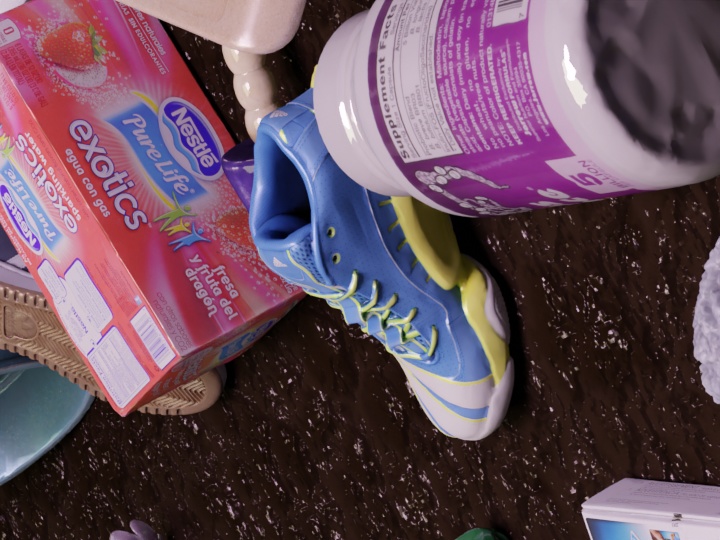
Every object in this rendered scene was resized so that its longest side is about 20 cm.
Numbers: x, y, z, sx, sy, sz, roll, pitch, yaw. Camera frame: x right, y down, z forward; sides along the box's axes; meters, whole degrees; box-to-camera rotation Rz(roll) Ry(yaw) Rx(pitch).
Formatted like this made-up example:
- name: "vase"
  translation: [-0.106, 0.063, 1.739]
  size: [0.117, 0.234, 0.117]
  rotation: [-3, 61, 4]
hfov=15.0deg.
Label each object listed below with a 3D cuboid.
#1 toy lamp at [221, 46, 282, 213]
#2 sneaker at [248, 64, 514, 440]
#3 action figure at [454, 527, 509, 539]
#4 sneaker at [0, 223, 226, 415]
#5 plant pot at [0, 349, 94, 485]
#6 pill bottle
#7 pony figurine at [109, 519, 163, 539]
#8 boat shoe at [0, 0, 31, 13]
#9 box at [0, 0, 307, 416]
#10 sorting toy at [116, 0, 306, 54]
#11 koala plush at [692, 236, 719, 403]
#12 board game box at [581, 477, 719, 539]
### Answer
- name: "toy lamp"
  translation: [-0.056, -0.109, 1.301]
  size: [0.058, 0.058, 0.201]
  rotation: [6, 119, 53]
- name: "sneaker"
  translation: [0.000, 0.000, 1.257]
  size: [0.076, 0.105, 0.201]
  rotation: [5, 117, 54]
- name: "action figure"
  translation: [0.080, 0.216, 1.313]
  size: [0.118, 0.055, 0.201]
  rotation: [-53, 45, 51]
- name: "sneaker"
  translation: [-0.155, 0.003, 1.532]
  size: [0.199, 0.109, 0.070]
  rotation: [20, 135, 7]
- name: "plant pot"
  translation: [-0.287, 0.029, 1.631]
  size: [0.196, 0.200, 0.200]
  rotation: [60, 149, 19]
- name: "pill bottle"
  translation: [0.067, -0.079, 1.092]
  size: [0.200, 0.112, 0.113]
  rotation: [-8, 108, 58]
- name: "pony figurine"
  translation: [-0.115, 0.274, 1.618]
  size: [0.199, 0.167, 0.194]
  rotation: [20, 139, 27]
- name: "boat shoe"
  translation: [-0.180, -0.162, 1.437]
  size: [0.200, 0.073, 0.066]
  rotation: [-39, 76, 48]
- name: "box"
  translation: [-0.124, -0.041, 1.414]
  size: [0.200, 0.095, 0.103]
  rotation: [58, 148, 7]
- name: "sorting toy"
  translation: [-0.074, -0.206, 1.212]
  size: [0.200, 0.036, 0.186]
  rotation: [25, 102, 41]
- name: "koala plush"
  translation: [0.238, -0.007, 0.856]
  size: [0.200, 0.177, 0.184]
  rotation: [40, 132, 38]
- name: "board game box"
  translation: [0.178, 0.191, 1.215]
  size: [0.126, 0.035, 0.201]
  rotation: [1, 114, 55]
